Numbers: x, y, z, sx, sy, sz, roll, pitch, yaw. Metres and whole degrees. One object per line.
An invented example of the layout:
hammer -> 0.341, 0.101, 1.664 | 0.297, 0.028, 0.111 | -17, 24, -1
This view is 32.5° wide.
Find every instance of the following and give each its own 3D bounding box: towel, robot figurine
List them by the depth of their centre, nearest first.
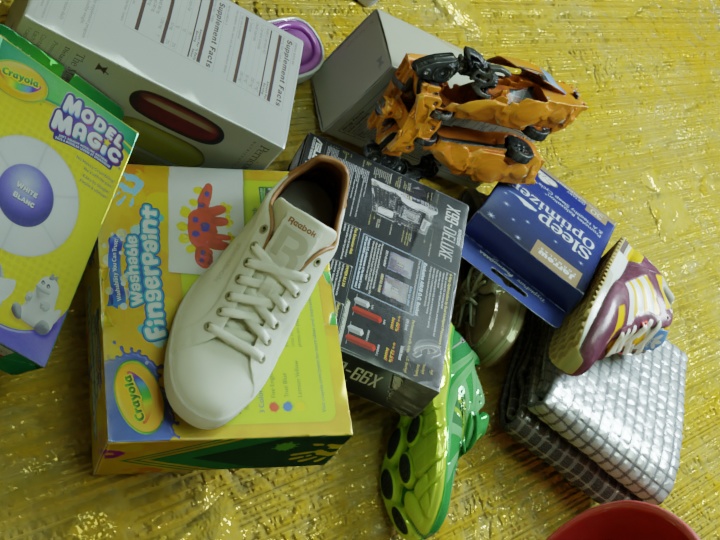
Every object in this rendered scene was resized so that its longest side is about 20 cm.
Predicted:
robot figurine -> 0.093, -0.132, 1.074 | 0.198, 0.146, 0.059 | 7, 42, -33
towel -> 0.218, 0.114, 1.164 | 0.165, 0.086, 0.201 | 37, 40, -13

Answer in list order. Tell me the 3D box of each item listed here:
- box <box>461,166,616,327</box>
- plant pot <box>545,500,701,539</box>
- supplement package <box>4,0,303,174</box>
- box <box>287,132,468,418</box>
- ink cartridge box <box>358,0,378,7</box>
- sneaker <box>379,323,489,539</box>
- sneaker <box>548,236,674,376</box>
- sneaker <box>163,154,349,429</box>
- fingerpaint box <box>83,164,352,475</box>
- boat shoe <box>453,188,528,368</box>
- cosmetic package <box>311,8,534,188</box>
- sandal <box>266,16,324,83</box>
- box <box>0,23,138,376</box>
box -> 0.165, -0.033, 1.140 | 0.121, 0.033, 0.200 | 38, 34, 2
plant pot -> 0.242, 0.315, 0.999 | 0.177, 0.199, 0.202 | 39, 43, -33
supplement package -> -0.156, -0.143, 0.895 | 0.198, 0.114, 0.111 | 25, 51, -22
box -> 0.000, 0.000, 1.004 | 0.156, 0.050, 0.202 | 23, 50, -13
ink cartridge box -> -0.014, -0.389, 1.231 | 0.147, 0.085, 0.202 | 26, 52, -32
sneaker -> 0.071, 0.130, 1.011 | 0.083, 0.074, 0.202 | 33, 47, -25
sneaker -> 0.237, 0.045, 1.113 | 0.090, 0.075, 0.200 | 39, 39, 1
sneaker -> -0.065, 0.004, 0.792 | 0.072, 0.085, 0.201 | 29, 59, -7
fingerpaint box -> -0.104, 0.033, 0.854 | 0.165, 0.073, 0.202 | 0, 64, -21
boat shoe -> 0.112, 0.005, 1.139 | 0.062, 0.073, 0.201 | 30, 36, -19
cosmetic package -> 0.063, -0.154, 1.150 | 0.199, 0.103, 0.074 | 18, 47, -39
sandal -> -0.093, -0.180, 1.049 | 0.083, 0.050, 0.203 | 52, 42, -5
box -> -0.215, -0.051, 0.766 | 0.117, 0.048, 0.202 | 34, 57, -33
